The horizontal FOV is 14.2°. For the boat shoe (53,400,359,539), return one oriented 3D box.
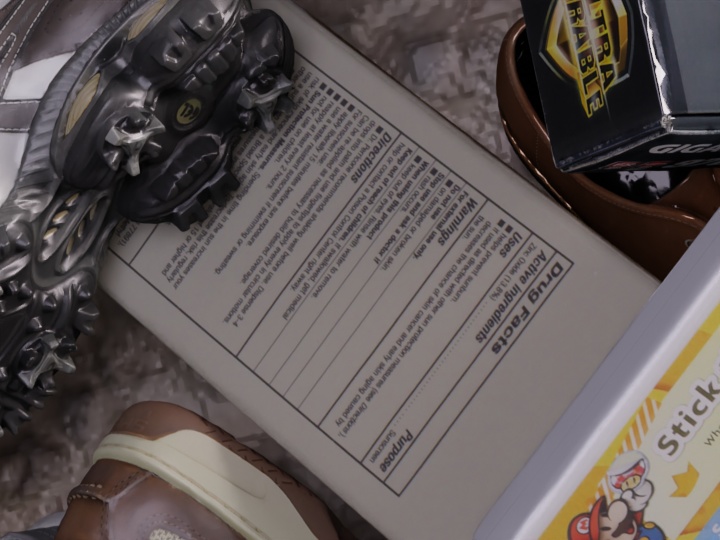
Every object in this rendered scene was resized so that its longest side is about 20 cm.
[{"bbox_3d":[-0.002,0.124,0.826,0.202,0.075,0.075,33,68,2],"label":"boat shoe"}]

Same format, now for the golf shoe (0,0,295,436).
[{"bbox_3d":[-0.111,-0.018,0.816,0.200,0.078,0.094,-44,56,-3],"label":"golf shoe"}]

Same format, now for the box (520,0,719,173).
[{"bbox_3d":[0.104,-0.129,0.809,0.046,0.159,0.201,-22,76,48],"label":"box"}]

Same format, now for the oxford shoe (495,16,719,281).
[{"bbox_3d":[0.113,-0.003,0.835,0.200,0.071,0.071,39,91,12],"label":"oxford shoe"}]

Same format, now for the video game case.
[{"bbox_3d":[0.154,0.041,0.785,0.182,0.023,0.200,36,94,-29],"label":"video game case"}]

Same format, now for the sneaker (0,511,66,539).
[{"bbox_3d":[-0.128,0.164,0.848,0.075,0.115,0.201,18,88,15],"label":"sneaker"}]

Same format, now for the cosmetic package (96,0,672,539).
[{"bbox_3d":[0.000,0.000,0.836,0.200,0.071,0.105,41,95,28],"label":"cosmetic package"}]
